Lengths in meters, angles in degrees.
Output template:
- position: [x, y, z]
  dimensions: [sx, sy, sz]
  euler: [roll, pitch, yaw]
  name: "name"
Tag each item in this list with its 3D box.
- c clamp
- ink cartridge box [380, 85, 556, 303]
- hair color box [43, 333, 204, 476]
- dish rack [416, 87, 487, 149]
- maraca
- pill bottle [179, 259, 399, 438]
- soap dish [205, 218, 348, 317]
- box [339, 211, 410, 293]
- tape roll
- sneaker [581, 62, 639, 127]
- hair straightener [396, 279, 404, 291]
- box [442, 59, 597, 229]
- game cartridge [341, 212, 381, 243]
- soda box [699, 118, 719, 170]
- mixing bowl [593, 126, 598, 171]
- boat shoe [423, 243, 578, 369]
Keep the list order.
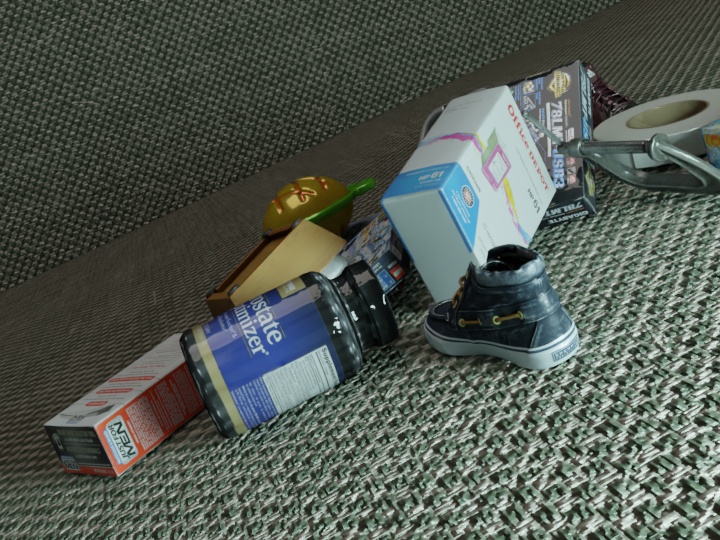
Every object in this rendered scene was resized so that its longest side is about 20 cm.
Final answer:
- position: [0.286, -0.118, 0.946]
  dimensions: [0.199, 0.169, 0.028]
  euler: [18, 80, 59]
  name: "c clamp"
- position: [0.123, -0.082, 0.962]
  dimensions: [0.083, 0.146, 0.201]
  euler: [-10, 33, 39]
  name: "ink cartridge box"
- position: [-0.234, 0.142, 0.986]
  dimensions: [0.109, 0.065, 0.199]
  euler: [-8, 20, 42]
  name: "hair color box"
- position: [0.130, -0.147, 1.274]
  dimensions: [0.171, 0.043, 0.204]
  euler: [-13, 60, 61]
  name: "dish rack"
- position: [-0.061, -0.088, 1.299]
  dimensions: [0.199, 0.109, 0.136]
  euler: [-33, 17, -35]
  name: "maraca"
- position: [-0.067, 0.071, 0.871]
  dimensions: [0.197, 0.114, 0.112]
  euler: [-26, 14, -9]
  name: "pill bottle"
- position: [-0.108, 0.015, 1.086]
  dimensions: [0.158, 0.081, 0.199]
  euler: [-48, 12, -15]
  name: "soap dish"
- position: [0.000, 0.000, 1.071]
  dimensions: [0.136, 0.040, 0.201]
  euler: [-40, 12, 16]
  name: "box"
- position: [0.402, -0.186, 1.159]
  dimensions: [0.199, 0.038, 0.203]
  euler: [-17, 18, 6]
  name: "tape roll"
- position: [0.365, -0.261, 1.357]
  dimensions: [0.075, 0.117, 0.200]
  euler: [-26, 14, -12]
  name: "sneaker"
- position: [0.077, -0.025, 1.153]
  dimensions: [0.076, 0.042, 0.200]
  euler: [-22, 10, 7]
  name: "hair straightener"
- position: [0.194, -0.144, 1.119]
  dimensions: [0.195, 0.050, 0.204]
  euler: [-14, 59, 31]
  name: "box"
- position: [-0.025, -0.028, 1.316]
  dimensions: [0.131, 0.041, 0.200]
  euler: [-22, 14, 21]
  name: "game cartridge"
- position: [0.464, -0.162, 0.954]
  dimensions: [0.197, 0.065, 0.068]
  euler: [-27, 15, -16]
  name: "soda box"
- position: [0.251, -0.183, 1.283]
  dimensions: [0.197, 0.110, 0.200]
  euler: [-23, 14, 6]
  name: "mixing bowl"
- position: [0.112, 0.024, 0.795]
  dimensions: [0.070, 0.092, 0.199]
  euler: [-29, 15, -25]
  name: "boat shoe"
